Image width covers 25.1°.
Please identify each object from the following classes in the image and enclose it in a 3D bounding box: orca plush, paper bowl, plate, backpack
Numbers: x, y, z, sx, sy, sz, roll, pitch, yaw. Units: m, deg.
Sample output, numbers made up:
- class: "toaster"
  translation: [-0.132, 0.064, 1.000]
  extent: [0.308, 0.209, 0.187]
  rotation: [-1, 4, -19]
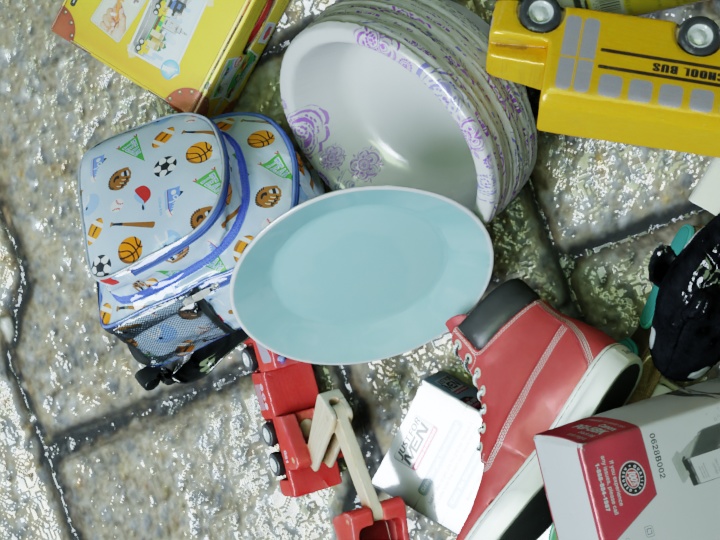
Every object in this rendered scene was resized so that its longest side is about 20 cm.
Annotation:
- class: "orca plush"
  translation: [0.258, 0.014, 1.118]
  extent: [0.105, 0.071, 0.200]
  rotation: [45, 127, -2]
- class: "paper bowl"
  translation: [0.045, -0.125, 1.222]
  extent: [0.201, 0.104, 0.201]
  rotation: [29, 145, 23]
- class: "plate"
  translation: [0.000, 0.000, 1.208]
  extent: [0.200, 0.200, 0.026]
  rotation: [-30, 46, 19]
- class: "backpack"
  translation: [-0.123, -0.038, 1.273]
  extent: [0.190, 0.154, 0.200]
  rotation: [-20, 59, 8]

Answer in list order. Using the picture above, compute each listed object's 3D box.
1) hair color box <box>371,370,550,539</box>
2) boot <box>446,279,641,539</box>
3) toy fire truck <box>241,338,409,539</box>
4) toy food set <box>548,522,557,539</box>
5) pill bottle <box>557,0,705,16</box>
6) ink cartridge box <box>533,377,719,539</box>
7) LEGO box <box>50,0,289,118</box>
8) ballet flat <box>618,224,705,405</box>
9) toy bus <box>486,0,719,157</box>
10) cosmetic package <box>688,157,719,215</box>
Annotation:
- class: "hair color box"
  translation: [0.120, 0.172, 1.277]
  extent: [0.200, 0.061, 0.099]
  rotation: [29, 103, 13]
- class: "boot"
  translation: [0.100, 0.113, 1.213]
  extent: [0.144, 0.072, 0.200]
  rotation: [34, 94, 29]
- class: "toy fire truck"
  translation: [-0.031, 0.131, 1.285]
  extent: [0.049, 0.141, 0.200]
  rotation: [-14, 90, -25]
- class: "toy food set"
  translation: [0.207, 0.246, 1.214]
  extent: [0.198, 0.049, 0.200]
  rotation: [-26, 117, -7]
- class: "pill bottle"
  translation: [0.226, -0.240, 1.118]
  extent: [0.200, 0.111, 0.111]
  rotation: [-10, 92, 12]
- class: "ink cartridge box"
  translation: [0.240, 0.159, 1.127]
  extent: [0.200, 0.083, 0.147]
  rotation: [-15, 93, -17]
- class: "LEGO box"
  translation: [-0.136, -0.243, 1.314]
  extent: [0.149, 0.077, 0.200]
  rotation: [33, 104, 13]
- class: "ballet flat"
  translation: [0.232, 0.061, 1.235]
  extent: [0.072, 0.068, 0.200]
  rotation: [28, 100, -6]
- class: "toy bus"
  translation: [0.184, -0.129, 1.094]
  extent: [0.200, 0.065, 0.078]
  rotation: [9, 74, 6]
- class: "cosmetic package"
  translation: [0.327, -0.116, 1.159]
  extent: [0.087, 0.103, 0.200]
  rotation: [33, 105, 11]
